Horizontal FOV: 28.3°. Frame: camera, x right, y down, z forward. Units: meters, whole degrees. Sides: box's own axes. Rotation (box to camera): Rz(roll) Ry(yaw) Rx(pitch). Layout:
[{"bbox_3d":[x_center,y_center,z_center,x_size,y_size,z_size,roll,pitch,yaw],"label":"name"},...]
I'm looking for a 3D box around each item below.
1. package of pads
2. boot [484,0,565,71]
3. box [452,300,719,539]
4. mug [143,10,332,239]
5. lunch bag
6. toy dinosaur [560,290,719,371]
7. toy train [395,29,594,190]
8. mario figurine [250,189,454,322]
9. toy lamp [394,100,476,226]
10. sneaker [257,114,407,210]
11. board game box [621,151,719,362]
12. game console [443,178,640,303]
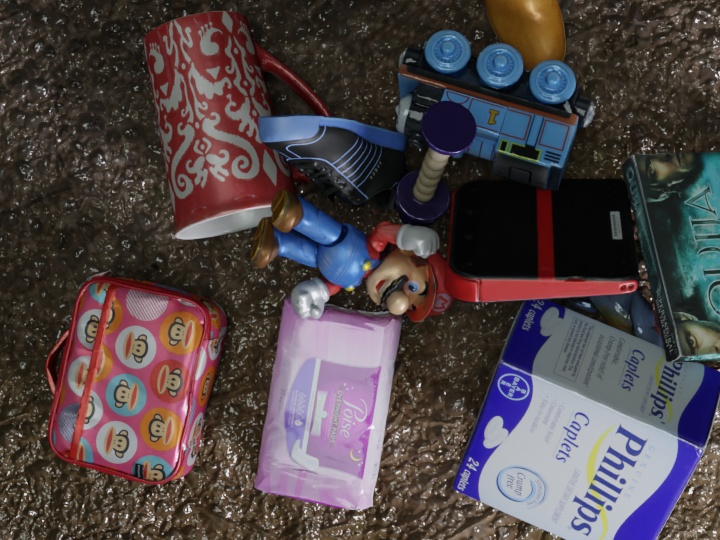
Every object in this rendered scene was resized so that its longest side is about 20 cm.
[{"bbox_3d":[-0.031,0.131,1.435,0.119,0.076,0.202,10,93,9],"label":"package of pads"},{"bbox_3d":[0.142,-0.286,1.364,0.070,0.144,0.203,-19,89,9],"label":"boot"},{"bbox_3d":[0.210,0.153,1.344,0.198,0.105,0.185,22,131,7],"label":"box"},{"bbox_3d":[-0.128,-0.147,1.437,0.133,0.177,0.202,-20,83,48],"label":"mug"},{"bbox_3d":[-0.240,0.107,1.468,0.175,0.082,0.202,13,92,12],"label":"lunch bag"},{"bbox_3d":[0.241,0.030,1.410,0.105,0.199,0.183,-34,61,49],"label":"toy dinosaur"},{"bbox_3d":[0.124,-0.156,1.388,0.198,0.087,0.115,17,74,7],"label":"toy train"},{"bbox_3d":[0.000,0.000,1.354,0.198,0.123,0.107,20,77,-16],"label":"mario figurine"},{"bbox_3d":[0.068,-0.092,1.356,0.058,0.200,0.059,2,71,-7],"label":"toy lamp"},{"bbox_3d":[-0.023,-0.103,1.375,0.070,0.199,0.079,3,89,41],"label":"sneaker"},{"bbox_3d":[0.329,-0.015,1.342,0.134,0.028,0.202,-3,70,-19],"label":"board game box"},{"bbox_3d":[0.169,-0.031,1.348,0.175,0.201,0.031,0,121,6],"label":"game console"}]
